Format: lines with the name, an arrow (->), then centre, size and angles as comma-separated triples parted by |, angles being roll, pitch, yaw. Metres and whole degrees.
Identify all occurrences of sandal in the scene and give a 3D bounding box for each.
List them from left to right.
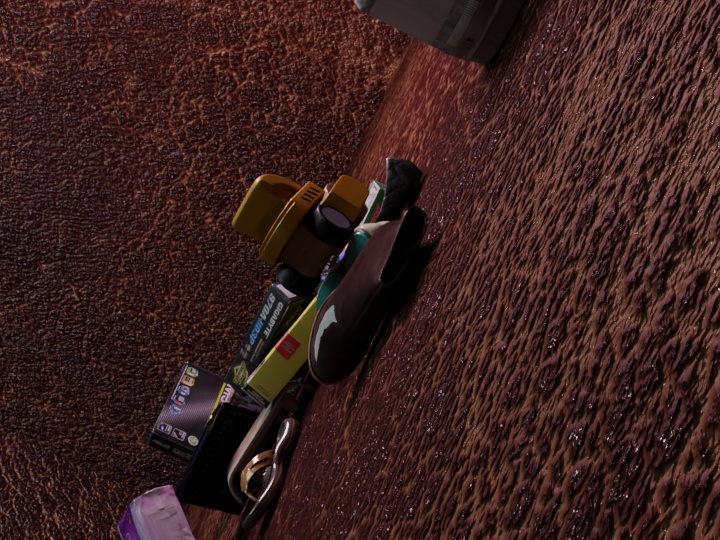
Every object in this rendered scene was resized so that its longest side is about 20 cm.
sandal -> -0.133, 0.275, 1.720 | 0.201, 0.054, 0.082 | -70, 8, -47

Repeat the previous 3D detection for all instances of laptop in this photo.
laptop -> -0.211, 0.308, 1.956 | 0.103, 0.199, 0.178 | 32, 98, 52

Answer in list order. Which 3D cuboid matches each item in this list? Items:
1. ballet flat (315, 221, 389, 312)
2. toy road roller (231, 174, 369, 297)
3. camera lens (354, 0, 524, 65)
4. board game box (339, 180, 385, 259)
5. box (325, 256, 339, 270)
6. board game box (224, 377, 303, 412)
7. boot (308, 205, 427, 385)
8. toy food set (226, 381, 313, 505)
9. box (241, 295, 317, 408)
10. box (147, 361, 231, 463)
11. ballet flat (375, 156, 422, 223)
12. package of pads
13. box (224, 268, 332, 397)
ballet flat -> 0.000, 0.000, 1.691 | 0.200, 0.069, 0.070 | -56, 10, 49
toy road roller -> -0.084, -0.071, 1.705 | 0.123, 0.146, 0.200 | -56, 0, 24
camera lens -> 0.100, -0.365, 1.560 | 0.160, 0.199, 0.161 | -155, 90, -85
board game box -> 0.008, -0.070, 1.967 | 0.135, 0.029, 0.200 | -64, 5, 6
box -> -0.050, -0.020, 2.216 | 0.159, 0.046, 0.201 | 128, 165, -68
board game box -> -0.173, 0.215, 2.157 | 0.201, 0.096, 0.160 | -63, 5, 13
boot -> 0.005, 0.028, 1.386 | 0.201, 0.072, 0.166 | -63, 3, -13
toy food set -> -0.136, 0.255, 1.889 | 0.201, 0.060, 0.143 | -57, 4, -7
box -> -0.092, 0.108, 1.844 | 0.200, 0.050, 0.075 | -50, 2, 6
box -> -0.274, 0.284, 2.329 | 0.201, 0.192, 0.048 | -70, 5, -51
ballet flat -> 0.023, -0.069, 1.737 | 0.067, 0.057, 0.201 | -75, 11, -67
package of pads -> -0.272, 0.420, 1.781 | 0.075, 0.201, 0.121 | -14, -25, -32
box -> -0.110, 0.095, 1.943 | 0.159, 0.046, 0.201 | -14, -40, -51
